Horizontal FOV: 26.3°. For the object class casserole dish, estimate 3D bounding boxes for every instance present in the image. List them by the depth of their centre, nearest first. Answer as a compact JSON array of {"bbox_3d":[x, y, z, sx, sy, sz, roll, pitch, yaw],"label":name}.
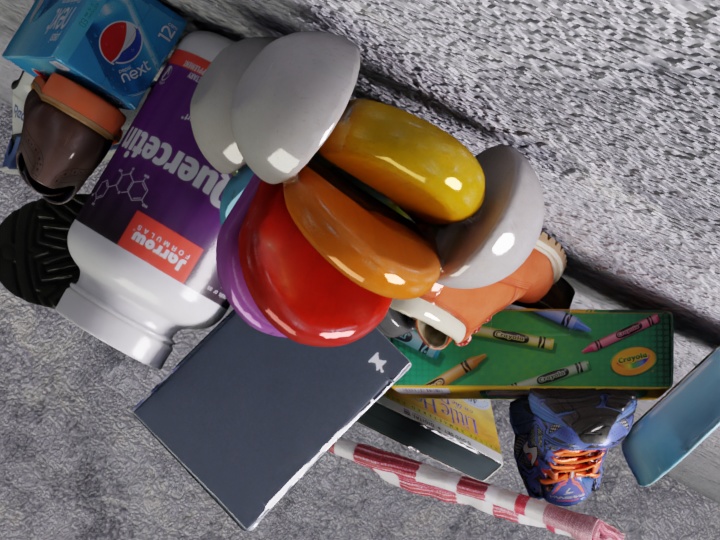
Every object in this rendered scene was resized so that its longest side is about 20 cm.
[{"bbox_3d":[0.229,0.097,1.072,0.039,0.121,0.200,47,180,10],"label":"casserole dish"}]

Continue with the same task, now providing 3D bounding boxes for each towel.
[{"bbox_3d":[0.085,0.163,1.104,0.200,0.023,0.144,15,171,21],"label":"towel"}]

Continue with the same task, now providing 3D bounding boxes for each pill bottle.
[{"bbox_3d":[-0.109,-0.043,0.974,0.112,0.200,0.112,30,176,2],"label":"pill bottle"}]

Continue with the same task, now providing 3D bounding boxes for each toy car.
[{"bbox_3d":[-0.014,-0.031,0.833,0.175,0.150,0.200,30,176,-21],"label":"toy car"}]

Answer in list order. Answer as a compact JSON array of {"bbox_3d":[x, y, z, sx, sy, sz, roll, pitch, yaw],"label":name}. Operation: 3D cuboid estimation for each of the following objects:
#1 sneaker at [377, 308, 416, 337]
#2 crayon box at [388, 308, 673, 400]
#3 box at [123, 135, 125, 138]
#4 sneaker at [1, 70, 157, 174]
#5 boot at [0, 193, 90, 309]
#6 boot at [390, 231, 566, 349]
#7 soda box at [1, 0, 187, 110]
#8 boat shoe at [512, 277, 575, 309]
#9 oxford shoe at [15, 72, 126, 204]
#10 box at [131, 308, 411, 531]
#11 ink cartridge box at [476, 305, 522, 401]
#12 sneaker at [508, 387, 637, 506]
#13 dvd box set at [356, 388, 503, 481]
[{"bbox_3d":[-0.002,-0.002,1.090,0.060,0.104,0.200,55,-154,-23],"label":"sneaker"},{"bbox_3d":[0.125,0.063,1.130,0.199,0.058,0.119,0,172,6],"label":"crayon box"},{"bbox_3d":[-0.096,-0.074,1.175,0.155,0.041,0.200,-1,177,-4],"label":"box"},{"bbox_3d":[-0.210,-0.144,1.231,0.199,0.116,0.081,-7,180,26],"label":"sneaker"},{"bbox_3d":[-0.147,-0.013,1.117,0.210,0.080,0.158,-3,178,2],"label":"boot"},{"bbox_3d":[0.073,0.005,1.021,0.075,0.107,0.200,20,176,28],"label":"boot"},{"bbox_3d":[-0.184,-0.155,1.036,0.064,0.068,0.200,32,175,-23],"label":"soda box"},{"bbox_3d":[0.067,0.000,1.192,0.200,0.074,0.076,24,175,24],"label":"boat shoe"},{"bbox_3d":[-0.206,-0.086,1.036,0.071,0.073,0.200,31,175,-9],"label":"oxford shoe"},{"bbox_3d":[-0.064,0.082,1.042,0.107,0.148,0.200,46,171,-1],"label":"box"},{"bbox_3d":[0.041,0.017,1.283,0.200,0.050,0.162,25,-154,7],"label":"ink cartridge box"},{"bbox_3d":[0.147,0.122,1.059,0.075,0.079,0.200,-1,170,0],"label":"sneaker"},{"bbox_3d":[0.043,0.068,1.279,0.146,0.029,0.200,28,-147,-27],"label":"dvd box set"}]
